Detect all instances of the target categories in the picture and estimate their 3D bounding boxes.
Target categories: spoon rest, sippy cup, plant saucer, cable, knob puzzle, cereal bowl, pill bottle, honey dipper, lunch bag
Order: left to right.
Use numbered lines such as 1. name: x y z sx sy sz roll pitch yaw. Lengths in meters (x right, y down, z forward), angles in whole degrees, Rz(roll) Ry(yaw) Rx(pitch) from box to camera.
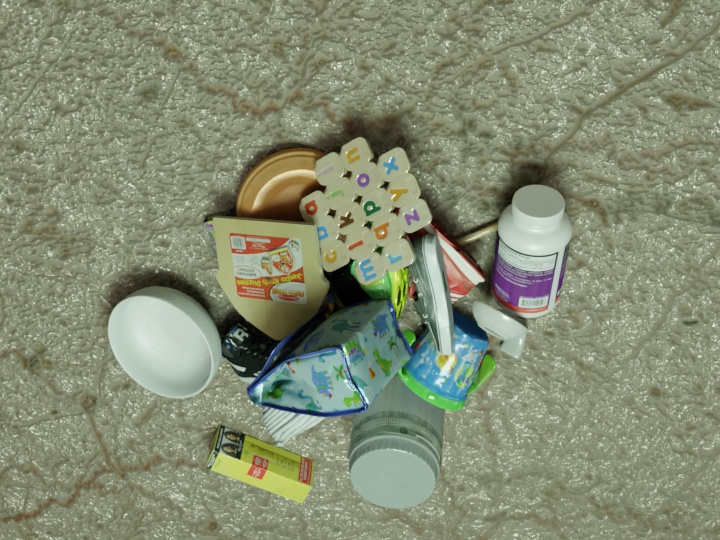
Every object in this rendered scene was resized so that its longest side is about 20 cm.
1. cereal bowl: -0.319 0.112 1.414 0.198 0.083 0.202 9 119 17
2. knob puzzle: -0.135 0.013 1.305 0.218 0.030 0.222 10 116 20
3. plant saucer: -0.095 -0.090 1.312 0.198 0.038 0.202 -4 118 -8
4. cable: -0.075 0.216 1.426 0.199 0.200 0.070 -32 80 -16
5. lunch bag: -0.051 0.131 1.238 0.199 0.170 0.128 -17 103 35
6. sippy cup: 0.147 0.143 1.413 0.139 0.177 0.131 36 108 19
7. honey dipper: 0.189 -0.056 1.347 0.198 0.038 0.038 -22 117 10
8. spoon rest: 0.237 0.088 1.371 0.099 0.200 0.061 28 82 27
9. pill bottle: 0.263 -0.030 1.291 0.111 0.113 0.201 -1 134 2

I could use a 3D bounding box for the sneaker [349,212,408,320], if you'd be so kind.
1. sneaker: 0.028 0.006 1.286 0.083 0.074 0.202 6 109 22

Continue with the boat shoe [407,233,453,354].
1. boat shoe: 0.105 0.038 1.274 0.056 0.069 0.202 -6 114 14

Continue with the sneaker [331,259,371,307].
1. sneaker: 0.000 0.000 1.362 0.090 0.076 0.202 10 119 0

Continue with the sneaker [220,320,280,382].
1. sneaker: -0.170 0.134 1.402 0.199 0.073 0.112 -11 127 43

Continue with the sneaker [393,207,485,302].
1. sneaker: 0.091 -0.020 1.305 0.200 0.078 0.115 44 104 -8

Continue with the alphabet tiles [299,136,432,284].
1. alphabet tiles: 0.005 -0.087 1.227 0.195 0.015 0.202 -26 83 27

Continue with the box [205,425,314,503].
1. box: -0.187 0.365 1.577 0.199 0.075 0.050 25 118 -11

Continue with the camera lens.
1. camera lens: 0.064 0.283 1.443 0.158 0.201 0.161 4 125 5

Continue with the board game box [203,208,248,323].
1. board game box: -0.168 -0.013 1.385 0.119 0.032 0.201 -17 118 6

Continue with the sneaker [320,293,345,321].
1. sneaker: -0.081 0.068 1.367 0.198 0.075 0.091 18 123 -7
